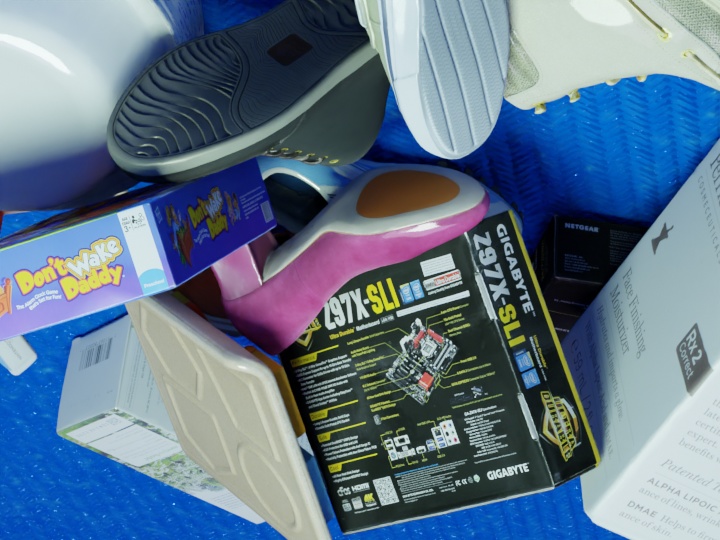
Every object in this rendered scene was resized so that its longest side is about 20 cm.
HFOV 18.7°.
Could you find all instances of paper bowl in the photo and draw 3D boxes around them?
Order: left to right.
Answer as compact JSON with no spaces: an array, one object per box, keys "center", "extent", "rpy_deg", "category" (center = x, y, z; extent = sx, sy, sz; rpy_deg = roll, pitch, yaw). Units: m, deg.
[{"center":[-0.189,-0.113,1.172],"extent":[0.199,0.105,0.202],"rpy_deg":[5,135,4],"category":"paper bowl"}]

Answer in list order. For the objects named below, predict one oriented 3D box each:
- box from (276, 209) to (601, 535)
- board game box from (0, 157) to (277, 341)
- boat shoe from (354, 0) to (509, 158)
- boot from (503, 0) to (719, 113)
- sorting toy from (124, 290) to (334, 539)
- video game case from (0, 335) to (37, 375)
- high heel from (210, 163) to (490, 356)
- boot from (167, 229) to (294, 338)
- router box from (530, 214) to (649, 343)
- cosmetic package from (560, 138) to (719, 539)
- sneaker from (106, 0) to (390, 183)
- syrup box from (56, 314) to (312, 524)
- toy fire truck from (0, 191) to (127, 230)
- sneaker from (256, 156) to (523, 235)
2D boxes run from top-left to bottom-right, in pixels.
[{"center":[0.037,0.066,1.318],"extent":[0.049,0.161,0.199],"rpy_deg":[-18,178,-42],"category":"box"},{"center":[-0.136,-0.011,1.174],"extent":[0.133,0.045,0.200],"rpy_deg":[-17,-174,14],"category":"board game box"},{"center":[0.027,-0.150,1.112],"extent":[0.062,0.072,0.201],"rpy_deg":[26,140,43],"category":"boat shoe"},{"center":[0.158,-0.119,1.169],"extent":[0.154,0.073,0.200],"rpy_deg":[-21,134,38],"category":"boot"},{"center":[-0.081,0.087,1.377],"extent":[0.185,0.036,0.201],"rpy_deg":[33,153,47],"category":"sorting toy"},{"center":[-0.283,-0.045,1.292],"extent":[0.200,0.022,0.182],"rpy_deg":[42,167,38],"category":"video game case"},{"center":[0.000,0.000,1.271],"extent":[0.199,0.068,0.096],"rpy_deg":[-13,122,28],"category":"high heel"},{"center":[-0.056,-0.004,1.435],"extent":[0.199,0.075,0.107],"rpy_deg":[24,127,-18],"category":"boot"},{"center":[0.203,0.032,1.446],"extent":[0.198,0.051,0.149],"rpy_deg":[9,151,-8],"category":"router box"},{"center":[0.243,0.057,1.295],"extent":[0.164,0.165,0.201],"rpy_deg":[23,122,-19],"category":"cosmetic package"},{"center":[-0.048,-0.078,1.168],"extent":[0.075,0.199,0.107],"rpy_deg":[43,149,26],"category":"sneaker"},{"center":[-0.120,0.113,1.625],"extent":[0.199,0.082,0.078],"rpy_deg":[28,146,-33],"category":"syrup box"},{"center":[-0.183,-0.072,1.345],"extent":[0.198,0.049,0.141],"rpy_deg":[1,151,8],"category":"toy fire truck"},{"center":[0.006,-0.036,1.349],"extent":[0.198,0.073,0.072],"rpy_deg":[14,148,-16],"category":"sneaker"}]
